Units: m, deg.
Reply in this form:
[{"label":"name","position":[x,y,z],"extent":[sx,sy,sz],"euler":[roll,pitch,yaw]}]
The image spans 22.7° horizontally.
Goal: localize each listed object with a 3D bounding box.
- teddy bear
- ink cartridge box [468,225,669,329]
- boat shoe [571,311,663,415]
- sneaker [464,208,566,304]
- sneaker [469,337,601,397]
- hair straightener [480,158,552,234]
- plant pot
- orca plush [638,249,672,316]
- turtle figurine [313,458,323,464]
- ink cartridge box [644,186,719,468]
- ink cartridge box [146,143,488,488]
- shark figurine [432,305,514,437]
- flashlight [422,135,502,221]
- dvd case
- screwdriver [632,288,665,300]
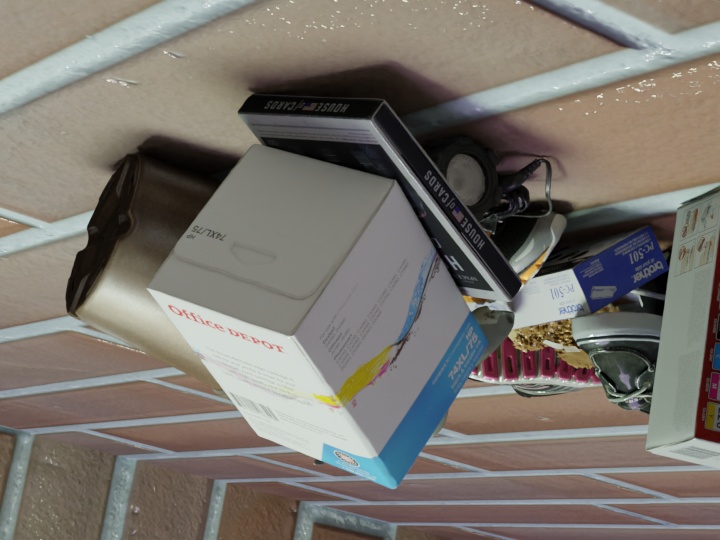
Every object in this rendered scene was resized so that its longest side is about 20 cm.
[{"label":"teddy bear","position":[0.226,0.056,1.754],"extent":[0.200,0.067,0.145],"euler":[10,158,27]},{"label":"ink cartridge box","position":[0.165,0.013,1.542],"extent":[0.094,0.044,0.200],"euler":[-27,-175,-29]},{"label":"boat shoe","position":[0.232,0.081,1.492],"extent":[0.072,0.071,0.200],"euler":[-5,164,29]},{"label":"sneaker","position":[0.087,-0.018,1.519],"extent":[0.200,0.078,0.077],"euler":[-20,116,42]},{"label":"sneaker","position":[0.163,0.096,1.899],"extent":[0.199,0.074,0.087],"euler":[7,160,-10]},{"label":"hair straightener","position":[0.090,-0.059,1.438],"extent":[0.077,0.041,0.200],"euler":[19,159,-34]},{"label":"plant pot","position":[-0.134,0.006,1.538],"extent":[0.198,0.201,0.200],"euler":[22,162,-20]},{"label":"orca plush","position":[0.291,0.025,1.540],"extent":[0.105,0.071,0.200],"euler":[16,165,-24]},{"label":"turtle figurine","position":[0.002,0.087,1.712],"extent":[0.194,0.144,0.200],"euler":[-15,-167,-28]},{"label":"ink cartridge box","position":[0.326,0.056,1.375],"extent":[0.175,0.200,0.084],"euler":[14,165,-15]},{"label":"ink cartridge box","position":[-0.028,0.034,1.333],"extent":[0.147,0.146,0.200],"euler":[17,152,37]},{"label":"shark figurine","position":[0.028,0.100,1.487],"extent":[0.214,0.090,0.128],"euler":[-19,-173,14]},{"label":"flashlight","position":[0.026,-0.057,1.407],"extent":[0.068,0.068,0.200],"euler":[24,160,-30]},{"label":"dvd case","position":[0.015,-0.053,1.324],"extent":[0.150,0.025,0.200],"euler":[8,145,48]},{"label":"screwdriver","position":[0.233,0.015,1.542],"extent":[0.029,0.028,0.200],"euler":[27,175,-24]}]
